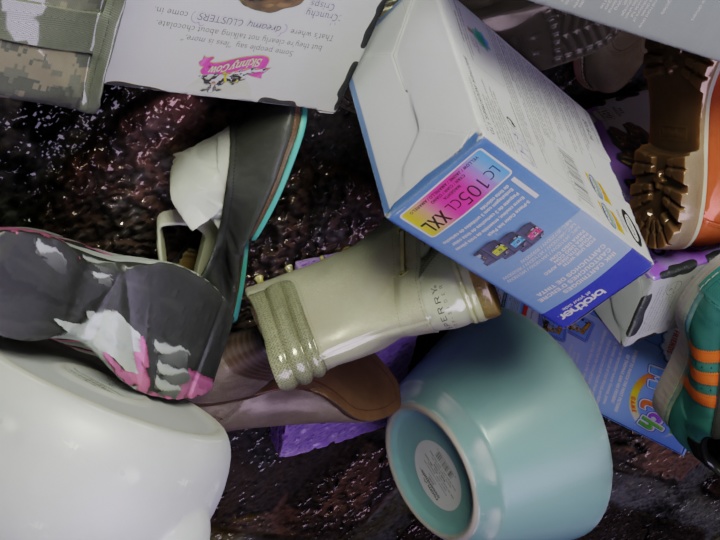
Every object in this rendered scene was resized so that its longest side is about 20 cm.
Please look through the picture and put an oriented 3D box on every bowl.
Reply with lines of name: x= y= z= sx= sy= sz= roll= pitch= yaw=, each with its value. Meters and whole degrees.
bowl: x=0.093 y=0.140 z=0.997 sx=0.104 sy=0.201 sz=0.203 roll=-20 pitch=141 yaw=-31

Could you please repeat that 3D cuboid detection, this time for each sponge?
sponge: x=-0.009 y=0.063 z=0.985 sx=0.110 sy=0.030 sz=0.202 roll=-14 pitch=139 yaw=-25

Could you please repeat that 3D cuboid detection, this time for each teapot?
teapot: x=-0.184 y=0.132 z=0.752 sx=0.196 sy=0.200 sz=0.148 roll=24 pitch=91 yaw=-25

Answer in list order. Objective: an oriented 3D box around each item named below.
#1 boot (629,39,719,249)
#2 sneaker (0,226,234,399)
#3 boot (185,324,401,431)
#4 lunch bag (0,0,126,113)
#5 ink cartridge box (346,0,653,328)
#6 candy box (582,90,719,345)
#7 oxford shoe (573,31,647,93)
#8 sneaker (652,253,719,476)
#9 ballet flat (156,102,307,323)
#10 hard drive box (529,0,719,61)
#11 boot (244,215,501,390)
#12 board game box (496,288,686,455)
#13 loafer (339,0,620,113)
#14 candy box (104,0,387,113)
boot: x=0.240 y=-0.114 z=0.804 sx=0.106 sy=0.075 sz=0.203 roll=0 pitch=106 yaw=-20
sneaker: x=-0.166 y=0.013 z=0.763 sx=0.199 sy=0.086 sz=0.081 roll=31 pitch=84 yaw=-41
boot: x=-0.080 y=0.092 z=0.914 sx=0.145 sy=0.071 sz=0.199 roll=-28 pitch=146 yaw=26
lunch bag: x=-0.166 y=-0.184 z=0.515 sx=0.162 sy=0.118 sz=0.202 roll=7 pitch=120 yaw=-30
ink cartridge box: x=0.091 y=-0.058 z=0.737 sx=0.076 sy=0.138 sz=0.199 roll=-38 pitch=134 yaw=27
candy box: x=0.231 y=-0.053 z=0.921 sx=0.198 sy=0.168 sz=0.072 roll=-16 pitch=141 yaw=-25
oxford shoe: x=0.205 y=-0.195 z=0.837 sx=0.070 sy=0.074 sz=0.202 roll=-10 pitch=137 yaw=-34
sneaker: x=0.254 y=0.063 z=0.843 sx=0.071 sy=0.080 sz=0.201 roll=-23 pitch=143 yaw=-16
ballet flat: x=-0.090 y=-0.033 z=0.781 sx=0.067 sy=0.069 sz=0.201 roll=8 pitch=133 yaw=-17
hard drive box: x=0.137 y=-0.198 z=0.691 sx=0.198 sy=0.157 sz=0.077 roll=8 pitch=125 yaw=-34
boot: x=0.000 y=0.000 z=0.822 sx=0.153 sy=0.200 sz=0.073 roll=-23 pitch=114 yaw=3
board game box: x=0.187 y=0.047 z=0.992 sx=0.037 sy=0.198 sz=0.153 roll=-48 pitch=156 yaw=-38
loafer: x=0.066 y=-0.152 z=0.784 sx=0.197 sy=0.069 sz=0.076 roll=-14 pitch=139 yaw=-2
candy box: x=-0.053 y=-0.189 z=0.642 sx=0.166 sy=0.072 sz=0.201 roll=1 pitch=129 yaw=-39
